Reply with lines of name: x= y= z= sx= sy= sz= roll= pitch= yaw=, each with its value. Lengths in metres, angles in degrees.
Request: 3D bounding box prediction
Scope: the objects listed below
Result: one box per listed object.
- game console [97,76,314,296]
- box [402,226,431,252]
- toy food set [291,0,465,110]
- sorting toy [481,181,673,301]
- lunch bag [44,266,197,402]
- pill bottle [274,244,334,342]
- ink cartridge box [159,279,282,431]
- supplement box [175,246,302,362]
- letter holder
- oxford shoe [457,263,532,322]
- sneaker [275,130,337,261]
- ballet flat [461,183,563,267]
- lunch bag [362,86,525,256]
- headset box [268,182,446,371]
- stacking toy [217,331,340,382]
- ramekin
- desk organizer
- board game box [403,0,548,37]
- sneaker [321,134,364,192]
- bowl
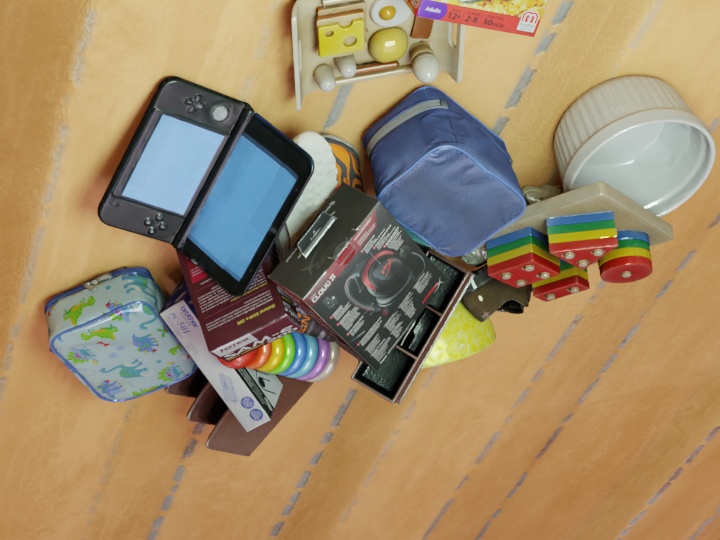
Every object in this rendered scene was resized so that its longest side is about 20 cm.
game console: x=-0.181 y=-0.094 z=1.535 sx=0.170 sy=0.118 sz=0.201 roll=17 pitch=113 yaw=-35
box: x=0.000 y=0.000 z=1.817 sx=0.082 sy=0.049 sz=0.200 roll=19 pitch=129 yaw=-37
toy food set: x=0.020 y=-0.252 z=1.504 sx=0.199 sy=0.061 sz=0.144 roll=-12 pitch=142 yaw=-8
sorting toy: x=0.275 y=-0.025 z=1.713 sx=0.198 sy=0.070 sz=0.200 roll=-19 pitch=154 yaw=34
lunch bag: x=-0.321 y=0.089 z=1.776 sx=0.160 sy=0.083 sz=0.200 roll=-23 pitch=142 yaw=6
pill bottle: x=-0.068 y=0.029 z=1.732 sx=0.199 sy=0.107 sz=0.107 roll=17 pitch=135 yaw=-8
ink cartridge box: x=-0.182 y=0.107 z=1.765 sx=0.044 sy=0.094 sz=0.200 roll=-29 pitch=107 yaw=19
supplement box: x=-0.156 y=-0.002 z=1.625 sx=0.108 sy=0.201 sz=0.061 roll=-25 pitch=157 yaw=11
letter holder: x=-0.179 y=0.162 z=1.909 sx=0.141 sy=0.101 sz=0.200 roll=15 pitch=132 yaw=-32
oxford shoe: x=0.209 y=0.018 z=1.848 sx=0.200 sy=0.085 sz=0.073 roll=-29 pitch=179 yaw=-39
sneaker: x=-0.078 y=-0.083 z=1.609 sx=0.076 sy=0.081 sz=0.201 roll=-13 pitch=127 yaw=-27
ballet flat: x=0.217 y=-0.074 z=1.800 sx=0.199 sy=0.076 sz=0.064 roll=-30 pitch=109 yaw=9
lunch bag: x=0.107 y=-0.123 z=1.638 sx=0.136 sy=0.133 sz=0.200 roll=-34 pitch=134 yaw=24
headset box: x=-0.005 y=0.004 z=1.593 sx=0.149 sy=0.075 sz=0.200 roll=-52 pitch=136 yaw=-8
stacking toy: x=-0.115 y=0.102 z=1.751 sx=0.085 sy=0.086 sz=0.200 roll=-38 pitch=155 yaw=25
ramekin: x=0.343 y=-0.158 z=1.710 sx=0.199 sy=0.105 sz=0.201 roll=-11 pitch=143 yaw=-9
desk organizer: x=0.068 y=0.072 z=1.734 sx=0.201 sy=0.071 sz=0.077 roll=-60 pitch=172 yaw=1
board game box: x=0.148 y=-0.356 z=1.402 sx=0.151 sy=0.046 sz=0.201 roll=4 pitch=124 yaw=-25
sneaker: x=-0.016 y=-0.076 z=1.664 sx=0.077 sy=0.112 sz=0.200 roll=-22 pitch=142 yaw=6
bowl: x=0.083 y=0.061 z=1.860 sx=0.199 sy=0.200 sz=0.108 roll=-13 pitch=99 yaw=-5
